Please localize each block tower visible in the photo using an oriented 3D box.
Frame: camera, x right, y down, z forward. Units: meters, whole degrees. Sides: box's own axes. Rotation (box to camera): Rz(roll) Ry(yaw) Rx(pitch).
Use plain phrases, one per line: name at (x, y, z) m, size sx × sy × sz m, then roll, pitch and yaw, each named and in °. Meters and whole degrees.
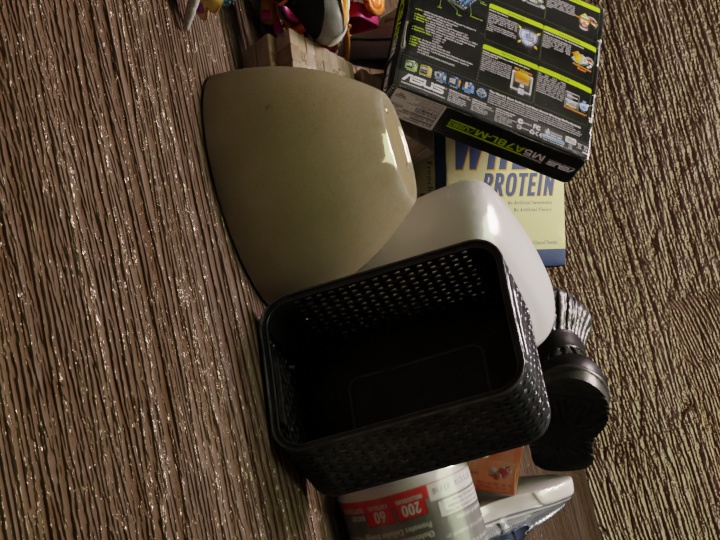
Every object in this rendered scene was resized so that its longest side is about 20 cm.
block tower at (-0.014, -0.150, 1.597) m, size 0.199 × 0.054 × 0.058 m, roll 23°, pitch 48°, yaw -40°

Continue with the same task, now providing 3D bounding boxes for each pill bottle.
pill bottle at (0.059, 0.259, 1.454) m, size 0.114 × 0.113 × 0.202 m, roll -20°, pitch 94°, yaw -79°

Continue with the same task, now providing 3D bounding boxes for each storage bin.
storage bin at (0.034, 0.076, 1.355) m, size 0.094 × 0.198 × 0.136 m, roll 56°, pitch 21°, yaw -55°

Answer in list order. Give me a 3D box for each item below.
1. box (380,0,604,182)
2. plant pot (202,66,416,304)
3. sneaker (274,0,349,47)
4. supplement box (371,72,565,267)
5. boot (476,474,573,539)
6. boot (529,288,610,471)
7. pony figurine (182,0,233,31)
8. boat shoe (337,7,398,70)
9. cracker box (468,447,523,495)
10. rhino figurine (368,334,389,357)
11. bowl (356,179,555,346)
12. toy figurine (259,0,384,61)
box at (0.125, -0.199, 1.642) m, size 0.048 × 0.198 × 0.194 m, roll 126°, pitch -21°, yaw -51°
plant pot at (-0.030, -0.082, 1.439) m, size 0.200 × 0.133 × 0.202 m, roll -17°, pitch 90°, yaw -80°
sneaker at (-0.079, -0.282, 1.559) m, size 0.201 × 0.077 × 0.078 m, roll 58°, pitch -28°, yaw 1°
supplement box at (0.096, -0.101, 1.763) m, size 0.199 × 0.133 × 0.202 m, roll -178°, pitch -94°, yaw -65°
boot at (0.120, 0.256, 1.651) m, size 0.073 × 0.199 × 0.091 m, roll 3°, pitch -75°, yaw 61°
boot at (0.188, 0.082, 1.658) m, size 0.212 × 0.079 × 0.159 m, roll 90°, pitch 3°, yaw -64°
pony figurine at (-0.120, -0.303, 1.339) m, size 0.200 × 0.165 × 0.194 m, roll 57°, pitch 52°, yaw -66°
boat shoe at (0.061, -0.240, 1.781) m, size 0.073 × 0.199 × 0.067 m, roll 11°, pitch 84°, yaw -49°
cracker box at (0.088, 0.136, 1.709) m, size 0.200 × 0.133 × 0.058 m, roll -79°, pitch 178°, yaw -66°
rhino figurine at (0.032, 0.108, 1.524) m, size 0.060 × 0.087 × 0.201 m, roll 49°, pitch -33°, yaw 35°
bowl at (0.068, 0.036, 1.562) m, size 0.200 × 0.198 × 0.075 m, roll 54°, pitch 16°, yaw -42°
toy figurine at (-0.029, -0.196, 1.689) m, size 0.199 × 0.149 × 0.186 m, roll 3°, pitch 80°, yaw -58°
